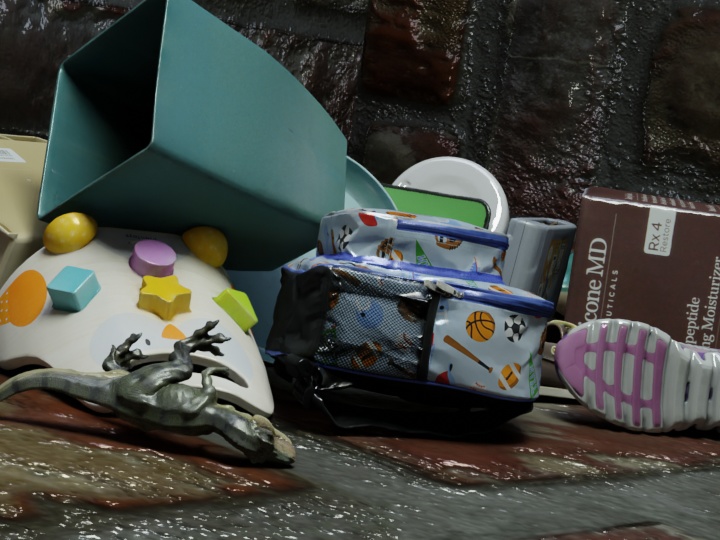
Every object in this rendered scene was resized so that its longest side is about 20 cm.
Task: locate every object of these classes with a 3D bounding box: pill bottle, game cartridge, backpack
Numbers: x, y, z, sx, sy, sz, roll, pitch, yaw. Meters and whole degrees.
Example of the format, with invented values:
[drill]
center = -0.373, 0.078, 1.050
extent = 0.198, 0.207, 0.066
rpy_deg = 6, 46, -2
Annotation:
[pill bottle]
center = 0.084, -0.009, 1.481
extent = 0.111, 0.111, 0.200
rpy_deg = 9, -23, 12
[game cartridge]
center = 0.149, 0.019, 1.466
extent = 0.041, 0.133, 0.200
rpy_deg = 12, 6, 16
[backpack]
center = 0.039, 0.036, 1.162
extent = 0.190, 0.154, 0.200
rpy_deg = 17, 1, -10

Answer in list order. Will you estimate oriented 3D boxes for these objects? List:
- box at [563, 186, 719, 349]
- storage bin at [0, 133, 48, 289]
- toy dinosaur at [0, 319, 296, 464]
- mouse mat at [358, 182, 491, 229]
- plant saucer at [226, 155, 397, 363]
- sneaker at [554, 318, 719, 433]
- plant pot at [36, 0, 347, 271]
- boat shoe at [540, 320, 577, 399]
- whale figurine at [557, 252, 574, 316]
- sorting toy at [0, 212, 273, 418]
[box]
center = 0.287, 0.021, 1.475
extent = 0.200, 0.166, 0.164
rpy_deg = 8, 7, 8
[storage bin]
center = -0.282, -0.035, 1.317
extent = 0.198, 0.094, 0.200
rpy_deg = 35, 20, 30
[toy dinosaur]
center = -0.129, 0.069, 0.994
extent = 0.200, 0.048, 0.088
rpy_deg = 8, 34, 11
[mouse mat]
center = 0.000, 0.000, 1.381
extent = 0.200, 0.161, 0.008
rpy_deg = 10, -16, 20
[plant saucer]
center = -0.058, -0.013, 1.344
extent = 0.200, 0.200, 0.027
rpy_deg = 6, -23, -13
[sneaker]
center = 0.239, 0.087, 1.271
extent = 0.200, 0.081, 0.088
rpy_deg = 12, -2, -12
[plant pot]
center = -0.114, -0.085, 1.230
extent = 0.200, 0.141, 0.141
rpy_deg = 26, -37, -36
[boat shoe]
center = 0.153, 0.071, 1.335
extent = 0.200, 0.060, 0.072
rpy_deg = 4, 7, -33
[whale figurine]
center = 0.268, 0.008, 1.872
extent = 0.159, 0.104, 0.200
rpy_deg = 3, 8, -37
[sorting toy]
center = -0.140, 0.049, 1.124
extent = 0.200, 0.107, 0.180
rpy_deg = 5, 26, -25
